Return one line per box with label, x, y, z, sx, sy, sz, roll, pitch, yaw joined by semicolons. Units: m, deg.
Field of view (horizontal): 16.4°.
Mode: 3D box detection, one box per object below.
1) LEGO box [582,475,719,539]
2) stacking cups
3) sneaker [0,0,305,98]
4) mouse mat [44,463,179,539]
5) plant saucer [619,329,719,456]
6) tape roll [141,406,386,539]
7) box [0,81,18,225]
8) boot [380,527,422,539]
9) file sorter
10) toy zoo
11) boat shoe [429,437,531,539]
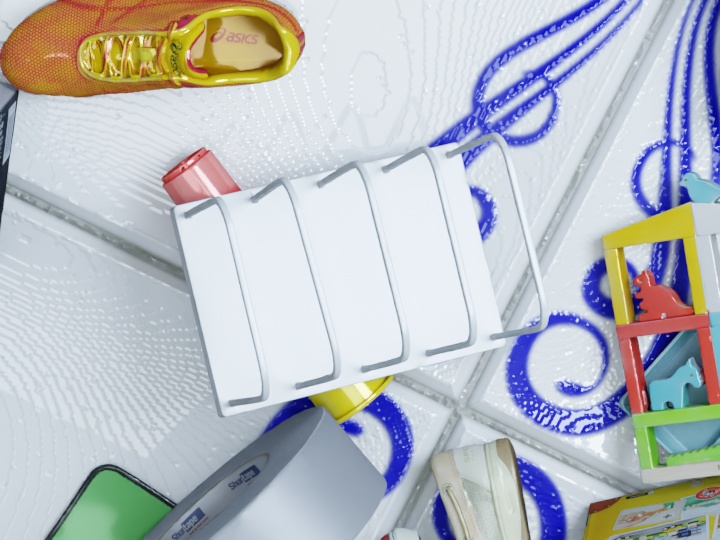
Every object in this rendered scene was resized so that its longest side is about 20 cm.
LEGO box;0.246;0.193;1.636;0.199;0.149;0.078;-14;105;15
stacking cups;-0.062;0.011;1.659;0.060;0.061;0.200;-38;99;6
sneaker;-0.136;-0.148;1.616;0.199;0.077;0.073;-7;104;2
mouse mat;-0.167;0.251;1.732;0.161;0.008;0.200;34;99;-8
plant saucer;0.261;0.040;1.668;0.070;0.019;0.200;43;108;11
tape roll;-0.079;0.177;1.619;0.200;0.200;0.066;-40;96;7
box;-0.286;-0.051;1.568;0.114;0.200;0.133;8;101;-4
boot;-0.004;0.279;1.711;0.143;0.072;0.201;-9;105;2
file sorter;0.000;0.000;1.585;0.199;0.124;0.140;-13;88;-15
toy zoo;0.234;0.034;1.657;0.130;0.020;0.201;-9;93;22
boat shoe;0.090;0.216;1.699;0.065;0.072;0.201;-10;96;3
